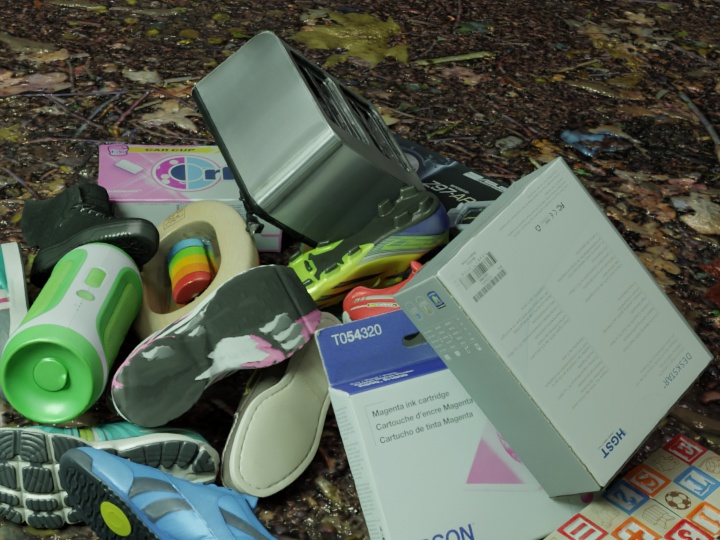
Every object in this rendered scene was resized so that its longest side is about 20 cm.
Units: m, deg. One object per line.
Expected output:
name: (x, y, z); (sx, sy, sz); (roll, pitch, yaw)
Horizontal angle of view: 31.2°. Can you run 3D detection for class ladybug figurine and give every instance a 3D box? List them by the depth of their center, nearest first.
ladybug figurine: (-0.145, 0.014, 1.180); (0.135, 0.072, 0.201); (-30, 38, 12)

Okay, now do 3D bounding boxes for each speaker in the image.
speaker: (-0.233, 0.047, 1.057); (0.087, 0.089, 0.200); (5, 22, -1)

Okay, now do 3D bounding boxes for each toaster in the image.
toaster: (-0.049, -0.112, 1.248); (0.180, 0.119, 0.201); (26, 29, -51)

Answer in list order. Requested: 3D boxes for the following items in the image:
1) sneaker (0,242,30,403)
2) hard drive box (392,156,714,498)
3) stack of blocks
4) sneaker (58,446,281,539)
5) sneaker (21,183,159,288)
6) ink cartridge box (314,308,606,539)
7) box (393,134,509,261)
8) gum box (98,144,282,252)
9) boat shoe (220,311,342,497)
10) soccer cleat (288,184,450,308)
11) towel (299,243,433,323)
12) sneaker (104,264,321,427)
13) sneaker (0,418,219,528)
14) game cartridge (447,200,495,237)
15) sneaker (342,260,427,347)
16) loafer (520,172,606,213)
sneaker: (-0.346, 0.048, 1.115); (0.120, 0.084, 0.201); (-7, 36, -16)
hard drive box: (0.148, 0.044, 0.977); (0.156, 0.077, 0.201); (-40, 95, -28)
stack of blocks: (0.228, 0.213, 0.965); (0.115, 0.059, 0.199); (30, 40, 33)
sneaker: (-0.128, 0.182, 0.940); (0.199, 0.066, 0.078); (30, 45, 16)
sneaker: (-0.257, -0.044, 1.215); (0.199, 0.060, 0.105); (-20, 52, 38)
ink cartridge box: (0.081, 0.118, 0.993); (0.195, 0.202, 0.043); (-14, -6, -26)
box: (0.049, -0.082, 1.383); (0.159, 0.044, 0.199); (-18, 34, -39)
gum box: (-0.173, -0.076, 1.343); (0.198, 0.067, 0.114); (0, 35, -9)
boat shoe: (-0.069, 0.115, 1.072); (0.059, 0.072, 0.201); (-25, 26, 38)
soccer cleat: (0.001, 0.000, 1.205); (0.199, 0.084, 0.065); (-32, 36, -11)
towel: (0.006, 0.003, 1.295); (0.145, 0.022, 0.201); (7, 31, 0)
sneaker: (-0.128, 0.058, 1.052); (0.199, 0.081, 0.086); (-26, 6, -30)
sneaker: (-0.210, 0.152, 1.005); (0.198, 0.078, 0.080); (3, 13, -12)
game cartridge: (0.165, -0.014, 1.205); (0.133, 0.041, 0.200); (34, -9, -16)
sneaker: (0.077, 0.024, 1.184); (0.198, 0.077, 0.085); (-10, 53, -21)
loafer: (0.210, -0.057, 1.375); (0.075, 0.069, 0.200); (5, 17, -3)
